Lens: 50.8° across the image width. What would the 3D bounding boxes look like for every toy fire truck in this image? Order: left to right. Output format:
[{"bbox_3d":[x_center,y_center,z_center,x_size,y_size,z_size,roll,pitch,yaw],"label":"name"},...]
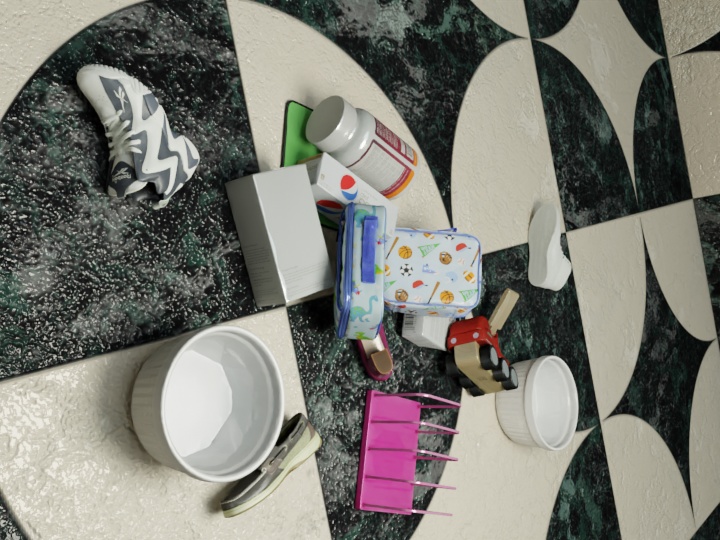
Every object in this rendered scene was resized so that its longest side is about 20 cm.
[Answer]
[{"bbox_3d":[0.256,0.130,1.530,0.176,0.128,0.202,42,39,-48],"label":"toy fire truck"}]

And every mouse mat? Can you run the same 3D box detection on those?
[{"bbox_3d":[-0.075,-0.178,1.307,0.160,0.007,0.202,17,70,-45],"label":"mouse mat"}]

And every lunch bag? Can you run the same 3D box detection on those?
[{"bbox_3d":[0.000,0.000,1.228,0.082,0.161,0.202,4,65,-5],"label":"lunch bag"},{"bbox_3d":[0.126,-0.001,1.373,0.198,0.076,0.162,5,71,-4],"label":"lunch bag"}]

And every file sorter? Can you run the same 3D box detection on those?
[{"bbox_3d":[0.091,0.319,1.313,0.138,0.125,0.202,23,67,-43],"label":"file sorter"}]

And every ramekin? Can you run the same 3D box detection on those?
[{"bbox_3d":[-0.208,0.176,1.016,0.199,0.104,0.202,9,77,-46],"label":"ramekin"},{"bbox_3d":[0.380,0.288,1.648,0.199,0.104,0.202,11,74,-46],"label":"ramekin"}]

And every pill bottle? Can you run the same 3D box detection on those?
[{"bbox_3d":[0.005,-0.211,1.314,0.199,0.109,0.110,31,61,-40],"label":"pill bottle"}]

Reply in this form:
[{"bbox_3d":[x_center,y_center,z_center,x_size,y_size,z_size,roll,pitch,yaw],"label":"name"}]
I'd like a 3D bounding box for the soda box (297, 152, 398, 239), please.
[{"bbox_3d":[-0.024,-0.121,1.296,0.199,0.068,0.064,32,60,-40],"label":"soda box"}]

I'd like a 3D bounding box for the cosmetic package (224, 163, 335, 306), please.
[{"bbox_3d":[-0.123,-0.055,1.176,0.112,0.081,0.202,-17,95,-44],"label":"cosmetic package"}]

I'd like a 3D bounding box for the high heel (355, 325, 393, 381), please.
[{"bbox_3d":[0.007,0.097,1.334,0.067,0.096,0.202,-13,76,-9],"label":"high heel"}]

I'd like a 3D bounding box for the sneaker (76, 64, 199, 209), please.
[{"bbox_3d":[-0.308,-0.162,0.994,0.200,0.079,0.130,54,39,-40],"label":"sneaker"}]

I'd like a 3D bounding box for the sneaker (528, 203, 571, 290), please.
[{"bbox_3d":[0.460,-0.052,1.825,0.115,0.073,0.202,16,81,-46],"label":"sneaker"}]

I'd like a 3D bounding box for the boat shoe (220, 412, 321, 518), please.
[{"bbox_3d":[-0.139,0.282,1.116,0.200,0.072,0.066,-34,98,-45],"label":"boat shoe"}]

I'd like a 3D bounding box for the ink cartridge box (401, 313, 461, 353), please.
[{"bbox_3d":[0.145,0.073,1.489,0.200,0.057,0.164,40,53,-61],"label":"ink cartridge box"}]
